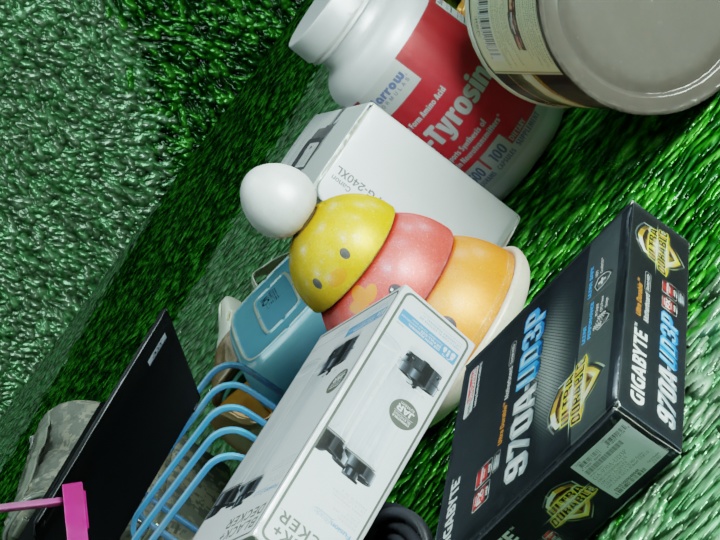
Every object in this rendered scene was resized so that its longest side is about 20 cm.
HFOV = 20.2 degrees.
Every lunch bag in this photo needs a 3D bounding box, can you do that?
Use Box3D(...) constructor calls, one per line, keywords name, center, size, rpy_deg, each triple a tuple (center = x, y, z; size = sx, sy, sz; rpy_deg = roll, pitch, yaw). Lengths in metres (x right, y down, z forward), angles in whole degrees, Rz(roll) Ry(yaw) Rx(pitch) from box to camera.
Box3D(name="lunch bag", center=(-0.209, 0.203, 1.687), size=(0.140, 0.167, 0.200), rpy_deg=(-51, 12, 17))

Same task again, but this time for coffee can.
Box3D(name="coffee can", center=(0.161, -0.179, 1.335), size=(0.147, 0.146, 0.200), rpy_deg=(-55, 12, -1))

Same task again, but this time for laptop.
Box3D(name="laptop", center=(-0.198, 0.132, 1.392), size=(0.199, 0.103, 0.178), rpy_deg=(-7, 46, 50))

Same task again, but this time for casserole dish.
Box3D(name="casserole dish", center=(-0.053, 0.036, 1.578), size=(0.121, 0.039, 0.200), rpy_deg=(-45, 16, 4))

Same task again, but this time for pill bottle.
Box3D(name="pill bottle", center=(0.049, -0.147, 1.552), size=(0.112, 0.199, 0.112), rpy_deg=(-51, 13, 16))

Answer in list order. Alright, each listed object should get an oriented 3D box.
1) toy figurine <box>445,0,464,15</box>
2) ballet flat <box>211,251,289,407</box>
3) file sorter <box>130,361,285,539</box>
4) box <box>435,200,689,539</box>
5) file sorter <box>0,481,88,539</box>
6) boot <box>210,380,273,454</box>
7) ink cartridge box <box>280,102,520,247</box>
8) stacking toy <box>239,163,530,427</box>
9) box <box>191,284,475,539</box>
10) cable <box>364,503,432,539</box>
Box3D(name="toy figurine", center=(0.116, -0.244, 1.782), size=(0.184, 0.149, 0.201), rpy_deg=(-139, 62, -68))
Box3D(name="ballet flat", center=(-0.074, 0.034, 1.727), size=(0.200, 0.072, 0.068), rpy_deg=(-43, -17, -23))
Box3D(name="file sorter", center=(-0.083, 0.167, 1.412), size=(0.139, 0.122, 0.200), rpy_deg=(-52, 12, 10))
Box3D(name="box", center=(0.110, 0.074, 1.098), size=(0.159, 0.046, 0.200), rpy_deg=(-48, 15, 32))
Box3D(name="file sorter", center=(-0.212, 0.253, 1.191), size=(0.139, 0.124, 0.201), rpy_deg=(94, 167, -50))
Box3D(name="boot", center=(-0.037, 0.080, 1.626), size=(0.144, 0.071, 0.201), rpy_deg=(-54, 14, -24))
Box3D(name="ink cartridge box", center=(0.020, -0.049, 1.534), size=(0.084, 0.145, 0.200), rpy_deg=(-55, 12, -6))
Box3D(name="stacking toy", center=(0.000, 0.000, 1.350), size=(0.146, 0.199, 0.146), rpy_deg=(-52, 12, 16))
Box3D(name="box", center=(-0.022, 0.114, 1.223), size=(0.116, 0.060, 0.201), rpy_deg=(-32, 22, 55))
Box3D(name="cable", center=(-0.025, 0.208, 1.219), size=(0.164, 0.051, 0.200), rpy_deg=(-57, 11, -9))
